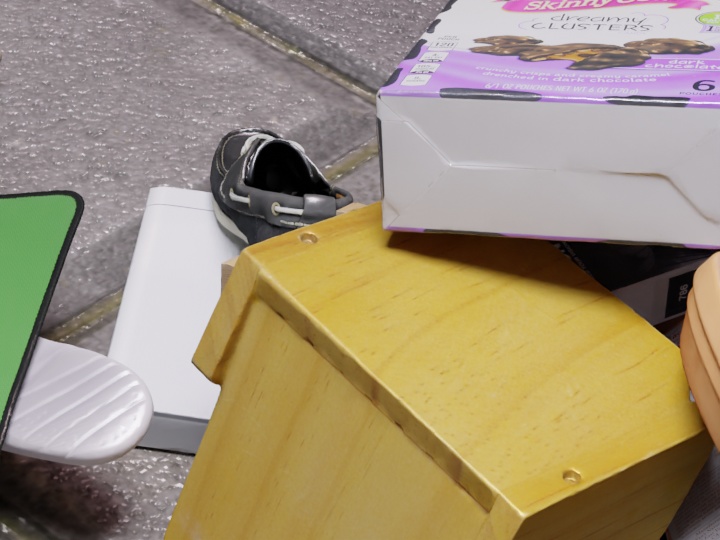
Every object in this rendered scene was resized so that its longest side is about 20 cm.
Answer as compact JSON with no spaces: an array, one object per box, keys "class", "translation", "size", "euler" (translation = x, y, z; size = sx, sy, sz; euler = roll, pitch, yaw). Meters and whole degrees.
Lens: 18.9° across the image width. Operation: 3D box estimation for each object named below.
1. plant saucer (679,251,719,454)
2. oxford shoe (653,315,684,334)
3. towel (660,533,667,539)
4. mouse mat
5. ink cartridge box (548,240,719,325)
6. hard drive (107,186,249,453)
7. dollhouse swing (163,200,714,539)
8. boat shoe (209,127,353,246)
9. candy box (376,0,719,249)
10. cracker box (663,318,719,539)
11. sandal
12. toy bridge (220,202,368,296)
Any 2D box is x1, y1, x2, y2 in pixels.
[{"class":"plant saucer","translation":[0.196,0.085,0.939],"size":[0.037,0.200,0.201],"euler":[-34,24,18]},{"class":"oxford shoe","translation":[0.135,0.014,1.130],"size":[0.198,0.071,0.072],"euler":[-4,66,-13]},{"class":"towel","translation":[0.128,0.121,1.063],"size":[0.146,0.050,0.201],"euler":[13,36,-25]},{"class":"mouse mat","translation":[-0.233,0.037,1.091],"size":[0.159,0.008,0.201],"euler":[-3,49,19]},{"class":"ink cartridge box","translation":[0.132,-0.018,1.080],"size":[0.198,0.039,0.100],"euler":[-20,47,-18]},{"class":"hard drive","translation":[-0.067,0.027,1.197],"size":[0.131,0.027,0.201],"euler":[8,37,-1]},{"class":"dollhouse swing","translation":[0.030,0.100,1.002],"size":[0.181,0.177,0.200],"euler":[-20,45,-35]},{"class":"boat shoe","translation":[-0.042,-0.046,1.204],"size":[0.071,0.068,0.200],"euler":[-6,24,-11]},{"class":"candy box","translation":[0.112,-0.083,1.042],"size":[0.166,0.072,0.200],"euler":[3,24,15]},{"class":"cracker box","translation":[0.198,0.127,1.028],"size":[0.134,0.058,0.201],"euler":[42,22,-27]},{"class":"sandal","translation":[-0.184,0.069,1.090],"size":[0.205,0.059,0.079],"euler":[18,57,33]},{"class":"toy bridge","translation":[0.000,0.000,1.110],"size":[0.027,0.068,0.199],"euler":[17,27,32]}]
